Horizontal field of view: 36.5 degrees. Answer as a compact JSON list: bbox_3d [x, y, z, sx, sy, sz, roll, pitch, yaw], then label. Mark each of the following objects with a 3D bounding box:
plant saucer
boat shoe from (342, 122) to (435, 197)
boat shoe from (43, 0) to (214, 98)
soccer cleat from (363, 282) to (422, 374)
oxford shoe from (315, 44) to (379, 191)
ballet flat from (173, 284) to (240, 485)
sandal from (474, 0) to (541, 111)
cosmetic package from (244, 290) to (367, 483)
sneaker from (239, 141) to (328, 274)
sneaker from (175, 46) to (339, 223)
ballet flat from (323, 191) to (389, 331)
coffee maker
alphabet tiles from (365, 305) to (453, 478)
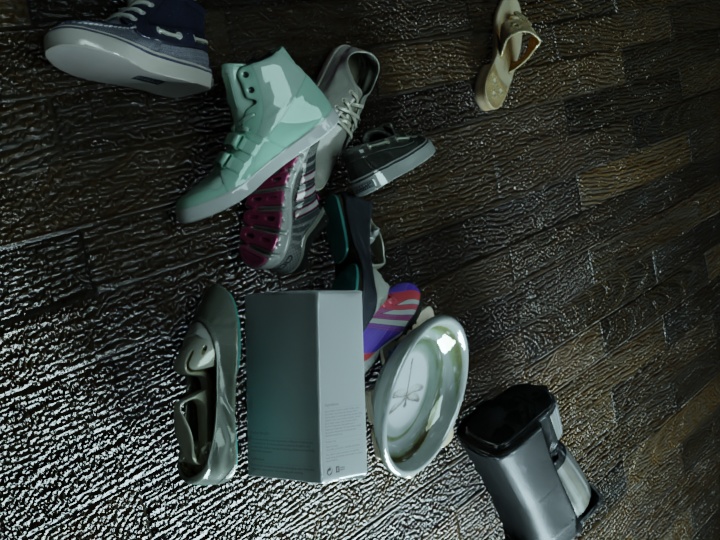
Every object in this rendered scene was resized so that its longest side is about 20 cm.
[{"bbox_3d":[0.063,0.146,1.318,0.200,0.050,0.201,-33,131,-48],"label":"plant saucer"},{"bbox_3d":[0.035,-0.146,1.326,0.064,0.071,0.200,64,25,-7],"label":"boat shoe"},{"bbox_3d":[-0.219,-0.228,1.038,0.200,0.074,0.093,7,77,-60],"label":"boat shoe"},{"bbox_3d":[0.008,0.060,1.298,0.200,0.068,0.073,-44,117,-41],"label":"soccer cleat"},{"bbox_3d":[-0.028,-0.183,1.278,0.075,0.058,0.200,45,56,-44],"label":"oxford shoe"},{"bbox_3d":[-0.156,0.114,1.088,0.064,0.067,0.201,2,86,-44],"label":"ballet flat"},{"bbox_3d":[0.231,-0.324,1.603,0.078,0.069,0.212,45,54,-39],"label":"sandal"},{"bbox_3d":[-0.059,0.121,1.171,0.081,0.113,0.201,4,86,-51],"label":"cosmetic package"},{"bbox_3d":[-0.075,-0.084,1.202,0.087,0.074,0.201,36,58,-52],"label":"sneaker"},{"bbox_3d":[-0.131,-0.142,1.112,0.200,0.074,0.118,-40,109,-14],"label":"sneaker"},{"bbox_3d":[0.000,0.000,1.252,0.073,0.073,0.201,29,47,-47],"label":"ballet flat"},{"bbox_3d":[0.221,0.285,1.490,0.192,0.134,0.200,-53,126,-38],"label":"coffee maker"},{"bbox_3d":[0.071,0.155,1.400,0.200,0.015,0.196,-33,118,-48],"label":"alphabet tiles"}]
